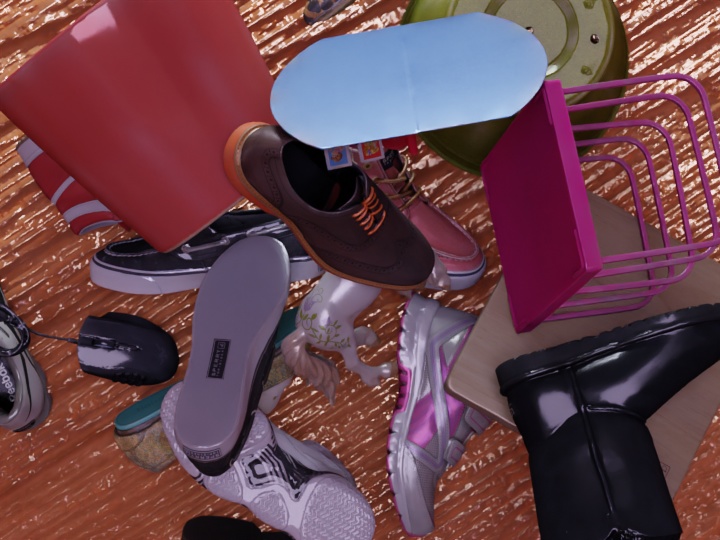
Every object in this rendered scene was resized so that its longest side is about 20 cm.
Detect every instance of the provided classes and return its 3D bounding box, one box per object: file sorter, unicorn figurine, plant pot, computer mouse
[{"bbox_3d":[0.183,-0.050,1.434,0.125,0.200,0.140,-8,77,-12],"label":"file sorter"},{"bbox_3d":[0.000,0.000,1.512,0.137,0.074,0.201,33,73,-38],"label":"unicorn figurine"},{"bbox_3d":[0.127,-0.177,1.532,0.199,0.193,0.201,0,90,0],"label":"plant pot"},{"bbox_3d":[-0.236,0.053,1.567,0.199,0.034,0.059,13,75,-28],"label":"computer mouse"},{"bbox_3d":[-0.150,-0.125,1.471,0.200,0.200,0.178,-38,97,0],"label":"plant pot"}]

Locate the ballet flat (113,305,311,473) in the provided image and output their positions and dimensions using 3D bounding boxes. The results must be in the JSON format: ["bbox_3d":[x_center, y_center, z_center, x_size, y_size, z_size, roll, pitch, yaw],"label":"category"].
[{"bbox_3d":[-0.109,0.102,1.598,0.200,0.071,0.071,-31,89,-1],"label":"ballet flat"}]

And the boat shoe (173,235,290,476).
[{"bbox_3d":[-0.100,0.065,1.496,0.068,0.057,0.201,9,58,11],"label":"boat shoe"}]

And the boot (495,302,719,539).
[{"bbox_3d":[0.214,0.127,1.454,0.199,0.076,0.169,-16,75,-4],"label":"boot"}]

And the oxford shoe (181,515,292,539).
[{"bbox_3d":[-0.055,0.261,1.599,0.199,0.071,0.072,14,117,0],"label":"oxford shoe"}]

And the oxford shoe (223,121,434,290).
[{"bbox_3d":[-0.010,-0.040,1.420,0.200,0.072,0.071,32,76,-33],"label":"oxford shoe"}]

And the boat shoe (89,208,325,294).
[{"bbox_3d":[-0.127,-0.025,1.574,0.199,0.072,0.068,-3,113,10],"label":"boat shoe"}]

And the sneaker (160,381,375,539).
[{"bbox_3d":[-0.077,0.159,1.564,0.200,0.115,0.075,37,89,-2],"label":"sneaker"}]

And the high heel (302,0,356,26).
[{"bbox_3d":[-0.020,-0.308,1.590,0.142,0.071,0.200,42,73,-6],"label":"high heel"}]

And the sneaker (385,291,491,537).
[{"bbox_3d":[0.068,0.121,1.584,0.088,0.081,0.201,6,90,2],"label":"sneaker"}]

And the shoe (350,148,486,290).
[{"bbox_3d":[0.021,-0.062,1.573,0.199,0.072,0.091,27,133,4],"label":"shoe"}]

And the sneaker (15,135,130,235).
[{"bbox_3d":[-0.174,-0.106,1.592,0.200,0.071,0.113,-31,85,7],"label":"sneaker"}]

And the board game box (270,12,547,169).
[{"bbox_3d":[0.036,-0.123,1.383,0.199,0.158,0.039,-10,124,2],"label":"board game box"}]

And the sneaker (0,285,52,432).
[{"bbox_3d":[-0.324,0.043,1.584,0.074,0.089,0.200,-36,88,1],"label":"sneaker"}]

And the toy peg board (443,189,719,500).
[{"bbox_3d":[0.192,0.065,1.558,0.199,0.098,0.200,29,75,1],"label":"toy peg board"}]
